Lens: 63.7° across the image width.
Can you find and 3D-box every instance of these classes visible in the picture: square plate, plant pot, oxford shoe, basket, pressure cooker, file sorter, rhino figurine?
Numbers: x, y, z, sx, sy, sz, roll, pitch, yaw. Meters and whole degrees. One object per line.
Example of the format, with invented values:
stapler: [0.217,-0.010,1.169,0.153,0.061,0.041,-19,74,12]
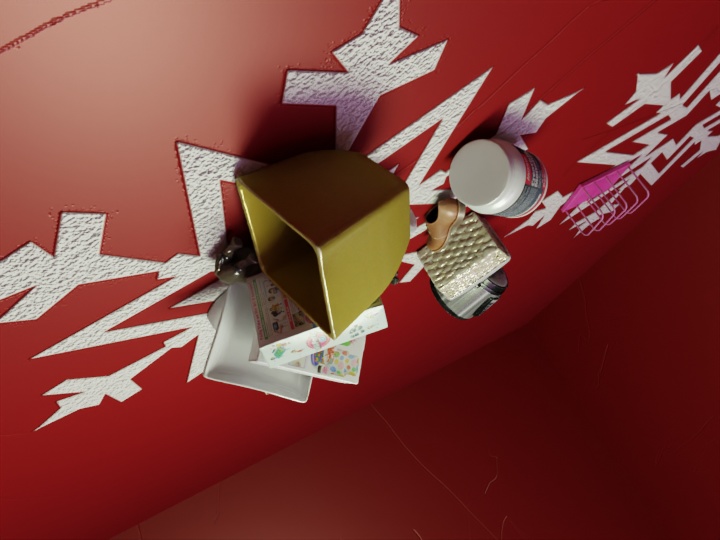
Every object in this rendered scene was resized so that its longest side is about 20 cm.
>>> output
square plate: [-0.167,0.120,1.057,0.198,0.200,0.028,20,162,-24]
plant pot: [-0.034,-0.064,0.858,0.199,0.195,0.196,-35,143,-24]
oxford shoe: [0.174,-0.106,1.310,0.070,0.072,0.201,3,152,-8]
basket: [0.257,-0.038,1.464,0.199,0.136,0.123,-36,156,14]
pressure cooker: [0.313,0.020,1.619,0.178,0.177,0.200,25,126,-34]
file sorter: [0.750,-0.212,1.773,0.198,0.126,0.139,-25,160,-17]
rhino figurine: [-0.171,-0.014,1.008,0.087,0.060,0.199,-38,162,27]

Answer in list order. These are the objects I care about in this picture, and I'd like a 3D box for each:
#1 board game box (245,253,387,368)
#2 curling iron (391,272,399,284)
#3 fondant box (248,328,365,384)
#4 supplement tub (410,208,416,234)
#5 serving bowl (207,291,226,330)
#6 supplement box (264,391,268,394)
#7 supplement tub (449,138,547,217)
board game box: [-0.073,0.050,0.932,0.198,0.148,0.065,-19,139,-3]
curling iron: [-0.009,0.015,1.146,0.198,0.026,0.049,-2,-169,-25]
fondant box: [-0.089,0.114,1.050,0.198,0.146,0.058,17,163,-23]
supplement tub: [-0.006,-0.059,1.046,0.200,0.123,0.122,-40,158,24]
serving bowl: [-0.205,0.083,1.178,0.199,0.066,0.200,-28,161,-10]
supplement box: [-0.132,0.141,1.158,0.199,0.109,0.110,-31,164,-14]
supplement tub: [0.273,-0.179,1.140,0.140,0.141,0.199,-42,158,29]
